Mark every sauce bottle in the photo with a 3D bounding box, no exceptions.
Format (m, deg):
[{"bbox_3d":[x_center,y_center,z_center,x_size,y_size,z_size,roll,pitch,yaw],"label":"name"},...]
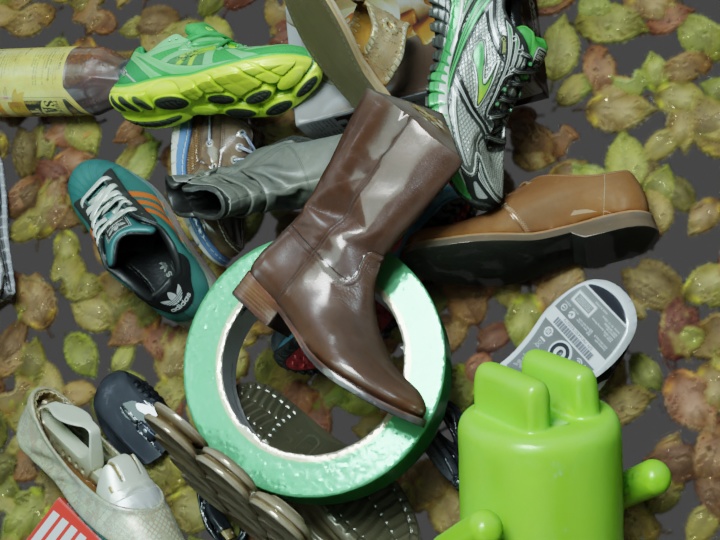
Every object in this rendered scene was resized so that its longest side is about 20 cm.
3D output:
[{"bbox_3d":[-0.260,-0.172,1.457,0.199,0.066,0.066,2,73,25],"label":"sauce bottle"}]

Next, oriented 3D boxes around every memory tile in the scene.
[{"bbox_3d":[-0.087,0.171,1.188,0.153,0.200,0.017,35,74,17],"label":"memory tile"}]

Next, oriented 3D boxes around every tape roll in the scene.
[{"bbox_3d":[-0.032,0.073,1.203,0.199,0.048,0.202,-2,74,8],"label":"tape roll"}]

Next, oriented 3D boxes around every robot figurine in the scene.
[{"bbox_3d":[0.127,0.162,1.130,0.115,0.175,0.201,18,115,54],"label":"robot figurine"}]

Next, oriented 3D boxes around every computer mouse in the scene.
[{"bbox_3d":[0.137,0.093,1.218,0.200,0.044,0.110,-45,57,10],"label":"computer mouse"},{"bbox_3d":[-0.159,0.154,1.324,0.059,0.034,0.200,-48,63,1],"label":"computer mouse"}]

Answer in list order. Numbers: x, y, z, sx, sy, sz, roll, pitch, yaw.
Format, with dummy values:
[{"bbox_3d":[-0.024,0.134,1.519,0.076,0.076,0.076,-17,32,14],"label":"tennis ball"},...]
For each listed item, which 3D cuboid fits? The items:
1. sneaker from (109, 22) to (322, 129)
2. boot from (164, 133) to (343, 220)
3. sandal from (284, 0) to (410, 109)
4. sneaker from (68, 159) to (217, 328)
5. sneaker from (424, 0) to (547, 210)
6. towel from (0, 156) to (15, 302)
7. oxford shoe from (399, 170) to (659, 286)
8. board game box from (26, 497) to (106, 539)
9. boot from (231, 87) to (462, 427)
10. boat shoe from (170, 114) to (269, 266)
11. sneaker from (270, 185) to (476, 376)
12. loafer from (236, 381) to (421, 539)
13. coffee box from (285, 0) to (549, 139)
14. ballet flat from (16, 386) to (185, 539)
[{"bbox_3d":[-0.123,-0.170,1.321,0.199,0.074,0.084,-2,65,30],"label":"sneaker"},{"bbox_3d":[-0.060,-0.063,1.246,0.199,0.130,0.068,3,109,54],"label":"boot"},{"bbox_3d":[0.013,-0.166,1.252,0.069,0.078,0.213,-32,100,-21],"label":"sandal"},{"bbox_3d":[-0.197,-0.035,1.376,0.071,0.080,0.200,-46,62,3],"label":"sneaker"},{"bbox_3d":[0.096,-0.145,1.209,0.085,0.078,0.201,-2,82,19],"label":"sneaker"},{"bbox_3d":[-0.404,-0.033,1.463,0.165,0.086,0.201,-19,65,14],"label":"towel"},{"bbox_3d":[0.125,-0.036,1.240,0.199,0.071,0.072,-9,63,-4],"label":"oxford shoe"},{"bbox_3d":[-0.249,0.311,1.301,0.151,0.046,0.200,36,89,28],"label":"board game box"},{"bbox_3d":[0.026,-0.015,1.146,0.186,0.064,0.200,37,91,19],"label":"boot"},{"bbox_3d":[-0.119,-0.103,1.370,0.072,0.072,0.201,-19,66,17],"label":"boat shoe"},{"bbox_3d":[0.000,0.000,1.298,0.200,0.079,0.096,-42,49,-3],"label":"sneaker"},{"bbox_3d":[-0.035,0.170,1.250,0.200,0.068,0.076,44,48,17],"label":"loafer"},{"bbox_3d":[0.046,-0.181,1.324,0.199,0.080,0.115,-12,71,19],"label":"coffee box"},{"bbox_3d":[-0.217,0.165,1.320,0.200,0.067,0.063,34,123,28],"label":"ballet flat"}]
